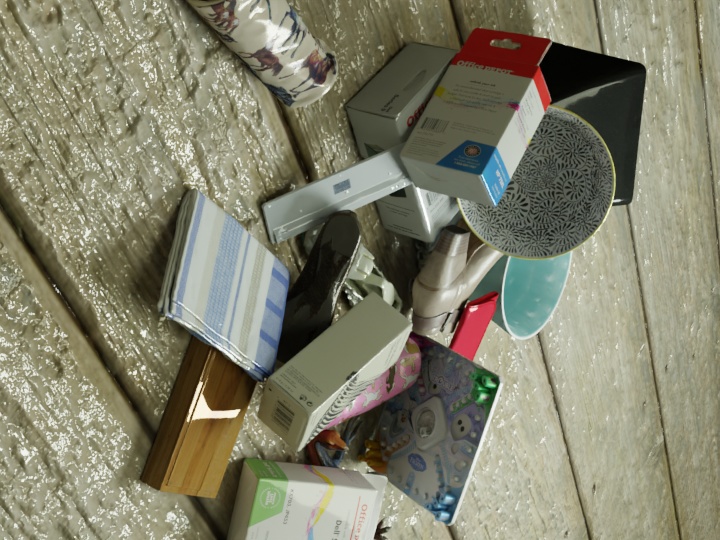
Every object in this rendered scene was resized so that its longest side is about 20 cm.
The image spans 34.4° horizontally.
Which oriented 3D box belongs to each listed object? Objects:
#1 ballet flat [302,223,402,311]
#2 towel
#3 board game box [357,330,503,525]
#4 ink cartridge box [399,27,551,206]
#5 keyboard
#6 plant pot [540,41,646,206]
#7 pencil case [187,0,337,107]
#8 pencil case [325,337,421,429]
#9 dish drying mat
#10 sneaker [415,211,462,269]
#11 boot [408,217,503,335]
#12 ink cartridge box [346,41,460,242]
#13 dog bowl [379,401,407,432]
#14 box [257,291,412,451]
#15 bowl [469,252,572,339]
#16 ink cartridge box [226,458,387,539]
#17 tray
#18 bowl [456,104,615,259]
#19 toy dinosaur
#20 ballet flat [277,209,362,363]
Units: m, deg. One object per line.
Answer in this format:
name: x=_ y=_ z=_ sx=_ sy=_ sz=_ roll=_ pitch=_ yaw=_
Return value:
ballet flat: x=0.000 y=0.000 z=1.448 sx=0.072 sy=0.071 sz=0.200 roll=-60 pitch=143 yaw=-16
towel: x=-0.143 y=0.020 z=1.257 sx=0.200 sy=0.024 sz=0.149 roll=43 pitch=49 yaw=-50
board game box: x=0.086 y=0.200 z=1.533 sx=0.026 sy=0.199 sz=0.202 roll=14 pitch=97 yaw=-36
ink cartridge box: x=0.145 y=-0.184 z=1.369 sx=0.201 sy=0.115 sz=0.067 roll=-60 pitch=145 yaw=-19
keyboard: x=-0.021 y=-0.092 z=1.356 sx=0.198 sy=0.011 sz=0.057 roll=-25 pitch=125 yaw=-16
plant pot: x=0.256 y=-0.195 z=1.616 sx=0.176 sy=0.199 sz=0.202 roll=-16 pitch=118 yaw=-36
pencil case: x=-0.096 y=-0.251 z=1.195 sx=0.090 sy=0.078 sz=0.200 roll=-51 pitch=142 yaw=-4
pencil case: x=-0.008 y=0.138 z=1.485 sx=0.199 sy=0.087 sz=0.083 roll=-22 pitch=164 yaw=-48
dish drying mat: x=0.134 y=0.121 z=1.587 sx=0.076 sy=0.018 sz=0.202 roll=-19 pitch=137 yaw=-49
sneaker: x=0.107 y=-0.021 z=1.598 sx=0.086 sy=0.074 sz=0.202 roll=16 pitch=89 yaw=-38
boot: x=0.135 y=0.010 z=1.543 sx=0.199 sy=0.070 sz=0.148 roll=-7 pitch=118 yaw=-49
ink cartridge box: x=0.076 y=-0.162 z=1.462 sx=0.146 sy=0.083 sz=0.201 roll=-48 pitch=138 yaw=-29
dog bowl: x=0.088 y=0.234 z=1.686 sx=0.112 sy=0.049 sz=0.201 roll=-57 pitch=142 yaw=-20
box: x=-0.028 y=0.115 z=1.360 sx=0.200 sy=0.068 sz=0.083 roll=-39 pitch=159 yaw=-39
bowl: x=0.218 y=-0.011 z=1.707 sx=0.200 sy=0.104 sz=0.203 roll=-28 pitch=127 yaw=-45
ink cartridge box: x=-0.054 y=0.305 z=1.428 sx=0.198 sy=0.067 sz=0.119 roll=10 pitch=98 yaw=-24
tray: x=-0.169 y=0.151 z=1.308 sx=0.098 sy=0.037 sz=0.202 roll=24 pitch=84 yaw=-55
bowl: x=0.222 y=-0.125 z=1.480 sx=0.094 sy=0.198 sz=0.203 roll=-64 pitch=157 yaw=-65
toy dinosaur: x=-0.032 y=0.290 z=1.518 sx=0.200 sy=0.105 sz=0.182 roll=-50 pitch=122 yaw=-13
ballet flat: x=-0.052 y=0.018 z=1.372 sx=0.046 sy=0.067 sz=0.202 roll=-83 pitch=-163 yaw=-74
